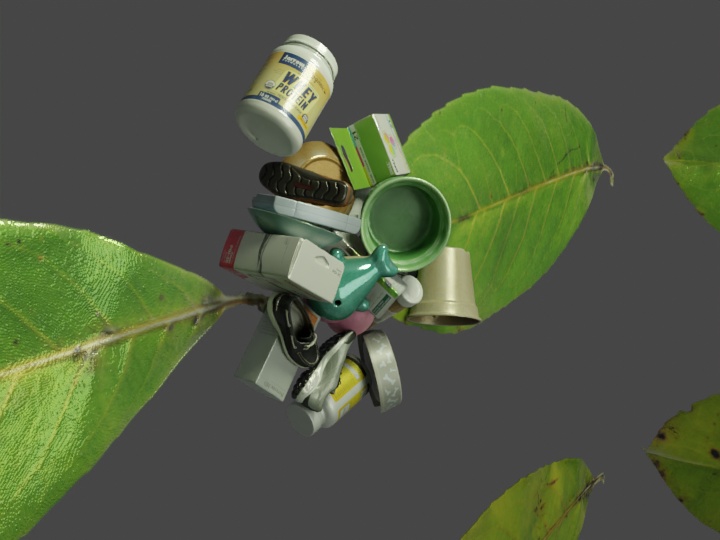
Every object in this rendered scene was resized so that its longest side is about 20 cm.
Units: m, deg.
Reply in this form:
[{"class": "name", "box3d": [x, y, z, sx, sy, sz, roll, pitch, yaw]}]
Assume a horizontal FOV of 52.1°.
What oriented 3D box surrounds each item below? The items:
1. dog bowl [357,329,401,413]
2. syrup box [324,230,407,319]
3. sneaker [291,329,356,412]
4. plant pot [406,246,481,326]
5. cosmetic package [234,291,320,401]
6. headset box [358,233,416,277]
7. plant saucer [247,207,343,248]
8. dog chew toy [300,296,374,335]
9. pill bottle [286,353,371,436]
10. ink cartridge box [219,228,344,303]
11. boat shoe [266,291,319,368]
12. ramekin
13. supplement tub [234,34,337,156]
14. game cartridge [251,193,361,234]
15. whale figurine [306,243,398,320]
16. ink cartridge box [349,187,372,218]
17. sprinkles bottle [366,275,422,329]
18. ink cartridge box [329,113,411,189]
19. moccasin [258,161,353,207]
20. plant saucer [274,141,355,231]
[{"class": "dog bowl", "box3d": [0.045, 0.232, 1.731, 0.058, 0.200, 0.204, -14, 113, -8]}, {"class": "syrup box", "box3d": [0.000, 0.000, 1.600, 0.079, 0.200, 0.081, -48, 176, 23]}, {"class": "sneaker", "box3d": [-0.068, 0.213, 1.585, 0.079, 0.074, 0.201, 42, 66, -15]}, {"class": "plant pot", "box3d": [0.222, 0.041, 1.944, 0.199, 0.198, 0.187, 18, 71, -51]}, {"class": "cosmetic package", "box3d": [-0.171, 0.156, 1.540, 0.101, 0.070, 0.203, 44, 63, -46]}, {"class": "headset box", "box3d": [0.081, -0.064, 1.742, 0.173, 0.092, 0.202, 12, 109, -55]}, {"class": "plant saucer", "box3d": [-0.132, -0.075, 1.447, 0.200, 0.199, 0.039, 19, 88, -51]}, {"class": "dog chew toy", "box3d": [-0.056, 0.067, 1.639, 0.199, 0.123, 0.127, 32, 72, -40]}, {"class": "pill bottle", "box3d": [-0.072, 0.281, 1.656, 0.199, 0.110, 0.113, -35, 122, -43]}, {"class": "ink cartridge box", "box3d": [-0.153, -0.010, 1.430, 0.146, 0.198, 0.084, 33, 72, -48]}, {"class": "boat shoe", "box3d": [-0.122, 0.125, 1.489, 0.074, 0.059, 0.202, -52, 135, -38]}, {"class": "ramekin", "box3d": [0.090, -0.107, 1.588, 0.196, 0.098, 0.204, -2, 105, -6]}, {"class": "supplement tub", "box3d": [-0.139, -0.341, 1.433, 0.145, 0.143, 0.202, 49, 59, -43]}, {"class": "game cartridge", "box3d": [-0.104, -0.112, 1.465, 0.197, 0.132, 0.042, 13, 87, -31]}, {"class": "whale figurine", "box3d": [-0.019, 0.026, 1.503, 0.104, 0.197, 0.161, -103, 167, -63]}, {"class": "ink cartridge box", "box3d": [-0.022, -0.155, 1.692, 0.198, 0.050, 0.111, -5, 101, -50]}, {"class": "sprinkles bottle", "box3d": [0.062, 0.076, 1.718, 0.067, 0.199, 0.069, 15, 61, -30]}, {"class": "ink cartridge box", "box3d": [0.025, -0.264, 1.634, 0.200, 0.075, 0.150, -26, 94, -65]}, {"class": "moccasin", "box3d": [-0.108, -0.170, 1.475, 0.078, 0.197, 0.075, 31, 69, -78]}, {"class": "plant saucer", "box3d": [-0.087, -0.171, 1.565, 0.197, 0.035, 0.204, -6, 101, -30]}]
